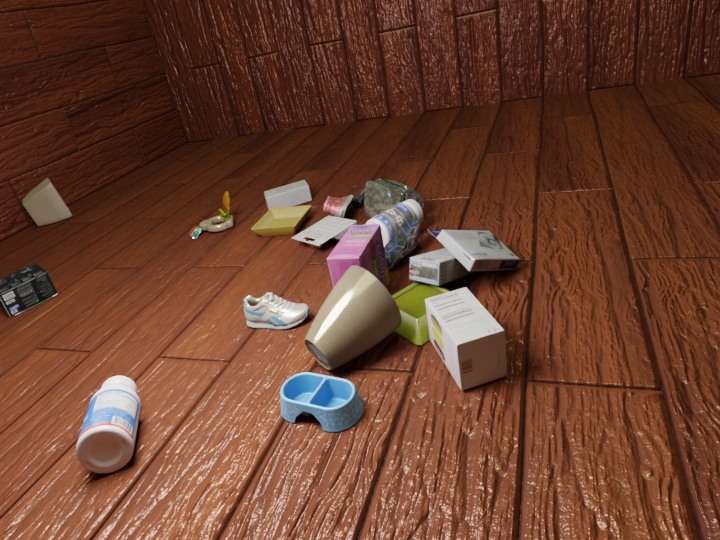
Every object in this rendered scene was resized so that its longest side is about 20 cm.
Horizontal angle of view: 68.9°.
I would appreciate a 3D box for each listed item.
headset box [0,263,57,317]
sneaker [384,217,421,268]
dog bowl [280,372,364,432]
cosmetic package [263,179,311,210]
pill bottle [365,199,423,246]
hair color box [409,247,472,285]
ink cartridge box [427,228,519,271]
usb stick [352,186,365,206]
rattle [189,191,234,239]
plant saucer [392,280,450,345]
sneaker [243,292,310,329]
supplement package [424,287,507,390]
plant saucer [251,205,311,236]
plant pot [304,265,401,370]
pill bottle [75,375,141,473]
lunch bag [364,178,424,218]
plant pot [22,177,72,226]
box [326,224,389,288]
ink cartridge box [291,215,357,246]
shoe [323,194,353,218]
[{"bbox_3d":[-1.249,0.066,1.942,0.196,0.096,0.172,15,38,43],"label":"headset box"},{"bbox_3d":[0.133,-0.071,1.634,0.074,0.078,0.201,19,58,41],"label":"sneaker"},{"bbox_3d":[-0.087,0.270,1.103,0.193,0.051,0.112,3,31,29],"label":"dog bowl"},{"bbox_3d":[-0.320,-0.327,2.306,0.193,0.074,0.102,-17,27,-9],"label":"cosmetic package"},{"bbox_3d":[0.116,-0.154,1.745,0.112,0.118,0.198,16,38,43],"label":"pill bottle"},{"bbox_3d":[0.226,-0.015,1.432,0.097,0.063,0.196,12,17,39],"label":"hair color box"},{"bbox_3d":[0.312,-0.073,1.449,0.194,0.042,0.201,-2,36,-37],"label":"ink cartridge box"},{"bbox_3d":[0.017,-0.317,2.186,0.053,0.034,0.201,0,30,22],"label":"usb stick"},{"bbox_3d":[-0.631,-0.227,2.188,0.192,0.146,0.133,-9,44,-7],"label":"rattle"},{"bbox_3d":[0.154,0.090,1.341,0.196,0.049,0.197,-28,31,-27],"label":"plant saucer"},{"bbox_3d":[-0.233,0.108,1.438,0.192,0.084,0.077,-4,26,14],"label":"sneaker"},{"bbox_3d":[0.224,0.141,1.139,0.105,0.118,0.201,-14,26,-7],"label":"supplement package"},{"bbox_3d":[-0.304,-0.190,2.068,0.192,0.050,0.201,-3,28,19],"label":"plant saucer"},{"bbox_3d":[-0.033,0.127,1.232,0.199,0.191,0.185,-41,37,-23],"label":"plant pot"},{"bbox_3d":[-0.534,0.321,1.130,0.108,0.116,0.201,-16,26,-9],"label":"pill bottle"},{"bbox_3d":[0.121,-0.254,1.920,0.162,0.145,0.199,-7,22,-28],"label":"lunch bag"},{"bbox_3d":[-1.710,-0.354,2.847,0.175,0.205,0.198,-36,33,-21],"label":"plant pot"},{"bbox_3d":[0.000,0.000,1.433,0.093,0.182,0.201,-1,28,20],"label":"box"},{"bbox_3d":[-0.125,-0.128,1.881,0.158,0.052,0.198,15,41,42],"label":"ink cartridge box"},{"bbox_3d":[-0.084,-0.259,2.026,0.088,0.074,0.201,21,24,2],"label":"shoe"}]
